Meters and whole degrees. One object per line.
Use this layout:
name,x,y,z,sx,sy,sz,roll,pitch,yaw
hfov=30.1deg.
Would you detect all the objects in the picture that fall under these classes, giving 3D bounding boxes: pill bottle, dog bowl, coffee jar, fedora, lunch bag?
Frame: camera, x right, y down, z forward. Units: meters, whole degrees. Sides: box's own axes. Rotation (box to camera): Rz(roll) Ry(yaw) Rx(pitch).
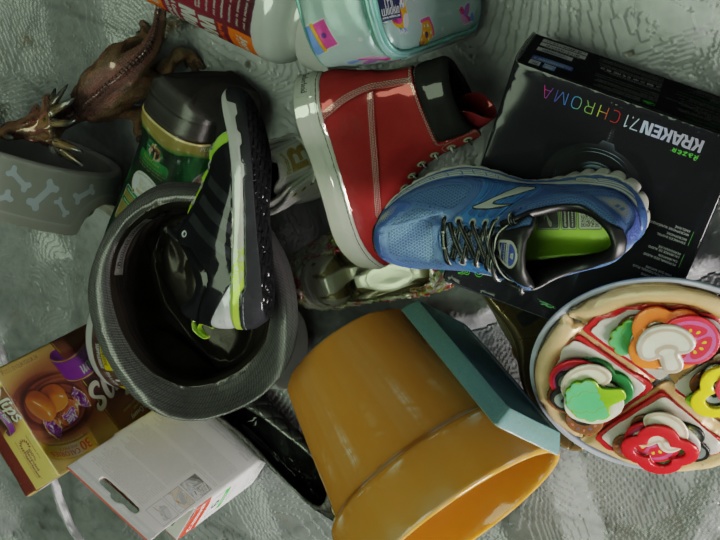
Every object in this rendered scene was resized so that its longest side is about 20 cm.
pill bottle,-0.085,-0.239,1.113,0.200,0.110,0.110,29,120,19
dog bowl,-0.317,-0.092,1.258,0.200,0.200,0.059,23,102,22
pill bottle,-0.153,0.066,1.264,0.200,0.109,0.109,3,109,30
coffee jar,-0.163,-0.086,1.216,0.085,0.104,0.200,41,124,28
fedora,-0.137,0.024,1.149,0.177,0.090,0.200,-28,86,8
lunch bag,0.019,-0.240,0.996,0.077,0.200,0.161,-3,104,28

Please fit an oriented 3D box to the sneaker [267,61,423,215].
sneaker,-0.022,-0.101,1.124,0.200,0.116,0.074,-33,88,33

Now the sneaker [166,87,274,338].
sneaker,-0.117,-0.045,1.063,0.083,0.072,0.200,-1,91,10

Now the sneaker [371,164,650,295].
sneaker,0.100,-0.030,0.949,0.200,0.089,0.079,-5,110,21

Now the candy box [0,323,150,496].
candy box,-0.277,0.124,1.303,0.056,0.200,0.117,-32,89,31

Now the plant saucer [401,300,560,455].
plant saucer,0.097,0.081,1.084,0.070,0.200,0.019,27,104,-29

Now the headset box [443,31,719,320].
headset box,0.174,-0.052,1.019,0.174,0.093,0.200,21,118,8

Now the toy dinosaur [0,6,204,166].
toy dinosaur,-0.228,-0.165,1.209,0.086,0.136,0.200,51,124,5

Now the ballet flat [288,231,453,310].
ballet flat,0.000,0.000,1.178,0.200,0.064,0.076,-13,103,34

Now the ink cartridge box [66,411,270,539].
ink cartridge box,-0.185,0.193,1.273,0.109,0.200,0.050,39,122,13

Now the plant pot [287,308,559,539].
plant pot,0.037,0.140,1.144,0.183,0.200,0.200,55,126,22

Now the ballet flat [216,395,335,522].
ballet flat,-0.072,0.183,1.290,0.200,0.057,0.067,41,124,12

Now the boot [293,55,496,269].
boot,0.042,-0.079,1.049,0.144,0.073,0.200,-6,138,12

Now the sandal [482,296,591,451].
sandal,0.150,0.054,1.110,0.080,0.054,0.200,-26,75,-7

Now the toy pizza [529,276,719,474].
toy pizza,0.226,0.087,0.999,0.200,0.032,0.200,8,131,9
